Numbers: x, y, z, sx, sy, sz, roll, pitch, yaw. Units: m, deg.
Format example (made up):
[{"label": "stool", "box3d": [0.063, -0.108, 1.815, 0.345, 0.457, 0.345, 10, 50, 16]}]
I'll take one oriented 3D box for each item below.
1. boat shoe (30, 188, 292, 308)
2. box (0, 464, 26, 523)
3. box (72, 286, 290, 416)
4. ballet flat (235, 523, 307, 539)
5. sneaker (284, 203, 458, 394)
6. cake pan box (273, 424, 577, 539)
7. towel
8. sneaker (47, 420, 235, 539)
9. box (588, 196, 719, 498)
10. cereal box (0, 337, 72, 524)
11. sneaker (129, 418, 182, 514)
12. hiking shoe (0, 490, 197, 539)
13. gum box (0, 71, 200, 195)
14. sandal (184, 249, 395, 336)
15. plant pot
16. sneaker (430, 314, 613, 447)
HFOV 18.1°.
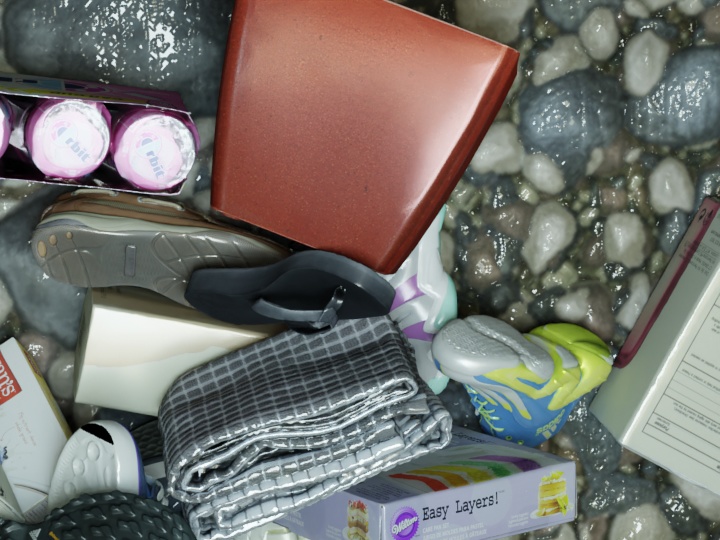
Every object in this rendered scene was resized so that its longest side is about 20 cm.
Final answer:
[{"label": "boat shoe", "box3d": [-0.144, -0.024, 1.698, 0.198, 0.072, 0.076, 12, 129, -5]}, {"label": "box", "box3d": [-0.321, 0.114, 1.646, 0.082, 0.068, 0.201, -31, 60, 0]}, {"label": "box", "box3d": [-0.115, 0.069, 1.717, 0.198, 0.095, 0.078, 10, 100, -12]}, {"label": "ballet flat", "box3d": [-0.037, 0.200, 1.769, 0.198, 0.072, 0.072, -9, 102, -6]}, {"label": "sneaker", "box3d": [0.000, 0.000, 1.734, 0.138, 0.078, 0.202, -6, 93, -6]}, {"label": "cake pan box", "box3d": [0.032, 0.160, 1.681, 0.183, 0.199, 0.053, -6, 100, -33]}, {"label": "towel", "box3d": [-0.045, 0.102, 1.601, 0.199, 0.166, 0.086, -22, 106, -2]}, {"label": "sneaker", "box3d": [-0.151, 0.190, 1.657, 0.146, 0.080, 0.202, -14, 117, -45]}, {"label": "box", "box3d": [0.288, 0.064, 1.768, 0.127, 0.109, 0.201, 28, 96, -13]}, {"label": "cereal box", "box3d": [-0.307, 0.160, 1.686, 0.199, 0.144, 0.040, -35, 144, 0]}, {"label": "sneaker", "box3d": [-0.158, 0.199, 1.748, 0.201, 0.077, 0.147, -20, 112, -13]}, {"label": "hiking shoe", "box3d": [-0.191, 0.206, 1.561, 0.198, 0.075, 0.087, -8, 137, 26]}, {"label": "gum box", "box3d": [-0.219, -0.102, 1.655, 0.198, 0.114, 0.067, 5, 100, -10]}, {"label": "sandal", "box3d": [-0.049, 0.026, 1.602, 0.076, 0.199, 0.043, 32, 65, -33]}, {"label": "plant pot", "box3d": [-0.010, -0.101, 1.615, 0.198, 0.200, 0.178, 21, 92, 3]}, {"label": "sneaker", "box3d": [0.114, 0.096, 1.731, 0.199, 0.076, 0.106, 5, 118, -46]}]
